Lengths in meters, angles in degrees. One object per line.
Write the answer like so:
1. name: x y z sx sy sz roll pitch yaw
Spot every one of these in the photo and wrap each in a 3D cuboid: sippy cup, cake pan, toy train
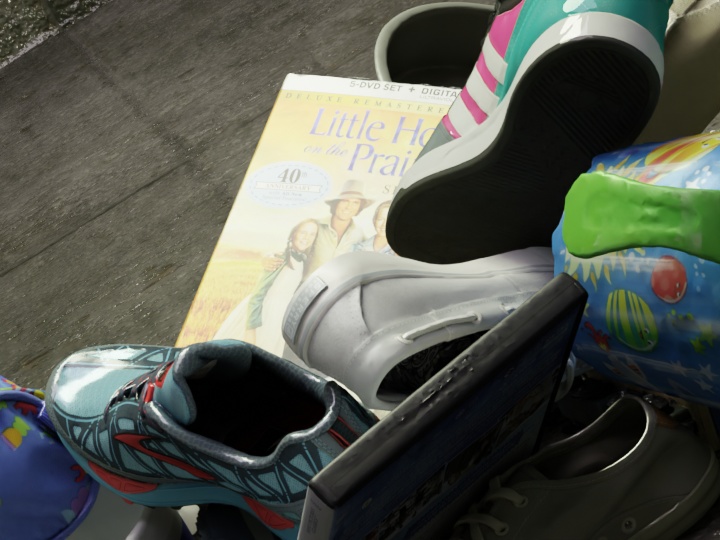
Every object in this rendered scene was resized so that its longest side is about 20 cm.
1. sippy cup: 0.153 0.000 1.186 0.130 0.178 0.140 4 44 40
2. cake pan: 0.093 -0.065 1.511 0.037 0.199 0.200 -64 -5 32
3. toy train: 0.115 0.058 1.328 0.046 0.034 0.200 -22 11 -16

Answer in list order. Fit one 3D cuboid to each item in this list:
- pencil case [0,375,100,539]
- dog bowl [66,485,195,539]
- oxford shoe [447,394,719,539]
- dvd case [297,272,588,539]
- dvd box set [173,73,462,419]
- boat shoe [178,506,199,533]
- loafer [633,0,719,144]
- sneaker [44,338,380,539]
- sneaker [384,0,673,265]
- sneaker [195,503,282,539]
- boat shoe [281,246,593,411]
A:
1. pencil case: -0.187 0.084 1.422 0.087 0.078 0.200 -56 21 -9
2. dog bowl: -0.160 0.180 1.367 0.199 0.079 0.200 -28 15 8
3. oxford shoe: 0.057 0.118 1.195 0.200 0.058 0.075 -36 19 -10
4. dvd case: 0.024 0.095 1.185 0.142 0.018 0.200 -39 -21 -27
5. dvd box set: 0.000 0.000 1.376 0.145 0.029 0.201 8 60 25
6. boat shoe: -0.120 0.092 1.563 0.072 0.069 0.200 -26 16 15
7. loafer: 0.147 -0.098 1.361 0.068 0.076 0.201 8 63 29
8. sneaker: -0.064 0.055 1.275 0.199 0.096 0.080 13 58 35
9. sneaker: 0.076 -0.089 1.288 0.200 0.083 0.121 -46 23 51
10. sneaker: -0.026 0.111 1.349 0.082 0.070 0.200 -31 16 8
11. boat shoe: 0.055 0.032 1.246 0.199 0.069 0.072 11 -60 -51
